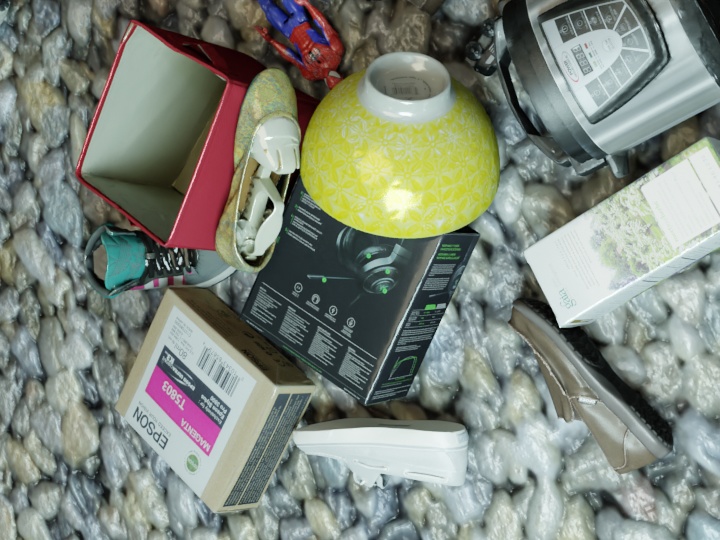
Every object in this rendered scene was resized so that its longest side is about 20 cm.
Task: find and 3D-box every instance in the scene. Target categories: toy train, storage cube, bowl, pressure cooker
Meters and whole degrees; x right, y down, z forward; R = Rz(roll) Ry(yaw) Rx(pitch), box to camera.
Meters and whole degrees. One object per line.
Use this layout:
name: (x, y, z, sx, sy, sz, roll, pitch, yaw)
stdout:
toy train: (0.172, -0.272, 1.110, 0.046, 0.034, 0.201, 43, 111, 18)
storage cube: (-0.159, -0.132, 1.204, 0.170, 0.178, 0.203, 33, 107, 34)
bowl: (0.040, -0.138, 1.079, 0.199, 0.200, 0.109, 30, 140, 25)
pressure cooker: (0.216, -0.190, 1.009, 0.198, 0.178, 0.178, -26, 44, 27)

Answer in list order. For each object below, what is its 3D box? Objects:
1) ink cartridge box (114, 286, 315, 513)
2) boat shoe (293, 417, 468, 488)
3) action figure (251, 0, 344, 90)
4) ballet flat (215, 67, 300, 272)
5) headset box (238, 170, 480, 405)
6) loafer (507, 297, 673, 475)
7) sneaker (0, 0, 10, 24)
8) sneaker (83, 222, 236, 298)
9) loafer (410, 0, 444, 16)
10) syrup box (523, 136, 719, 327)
ink cartridge box: (-0.164, 0.140, 1.272, 0.199, 0.075, 0.167, 36, 107, 32)
boat shoe: (0.020, 0.191, 1.192, 0.197, 0.072, 0.070, -2, 92, 22)
action figure: (-0.075, -0.270, 1.244, 0.065, 0.052, 0.201, -41, 74, 19)
ballet flat: (-0.091, -0.090, 1.108, 0.070, 0.070, 0.203, 28, 113, 26)
headset box: (0.000, 0.000, 1.149, 0.173, 0.092, 0.203, 30, 105, 26)
loafer: (0.201, 0.110, 1.078, 0.071, 0.073, 0.201, -47, 69, 20)
sneaker: (-0.534, -0.370, 1.487, 0.200, 0.077, 0.080, 49, 121, 19)
sneaker: (-0.235, -0.017, 1.296, 0.197, 0.120, 0.085, -11, 86, 29)
loafer: (0.008, -0.313, 1.170, 0.198, 0.073, 0.072, 28, 104, 26)
syrup box: (0.255, -0.031, 1.041, 0.199, 0.081, 0.080, -34, 73, 26)
